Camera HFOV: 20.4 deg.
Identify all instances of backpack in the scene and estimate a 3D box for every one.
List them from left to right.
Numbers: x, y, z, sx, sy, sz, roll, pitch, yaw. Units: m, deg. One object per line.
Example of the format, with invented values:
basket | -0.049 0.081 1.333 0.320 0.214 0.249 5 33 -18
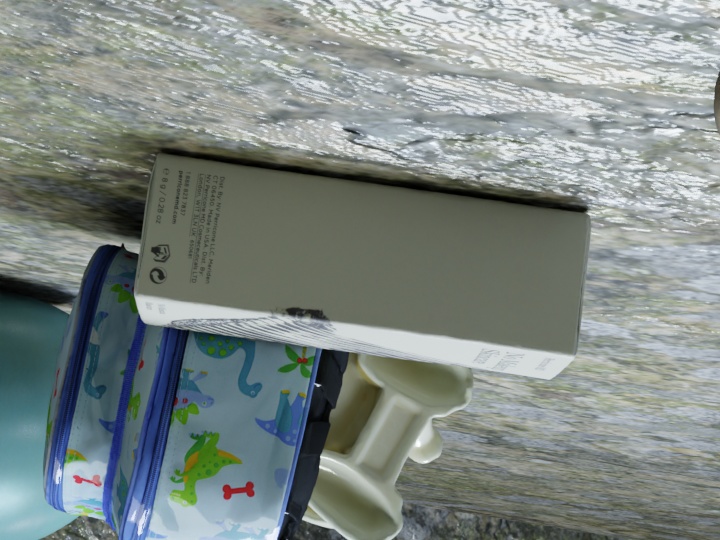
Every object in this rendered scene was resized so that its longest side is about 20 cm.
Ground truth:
backpack | -0.086 0.069 1.038 0.146 0.184 0.200 12 171 -7

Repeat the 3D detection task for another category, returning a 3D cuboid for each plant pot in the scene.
plant pot | -0.261 0.103 1.364 0.160 0.202 0.200 -1 175 -26

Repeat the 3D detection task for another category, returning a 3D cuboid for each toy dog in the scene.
toy dog | -0.037 0.106 1.367 0.193 0.140 0.200 22 168 -6

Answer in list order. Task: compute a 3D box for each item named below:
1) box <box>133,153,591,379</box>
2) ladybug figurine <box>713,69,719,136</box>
box | 0.000 0.000 0.916 0.199 0.069 0.082 8 169 -1
ladybug figurine | 0.170 -0.057 0.451 0.135 0.072 0.199 15 168 -40
